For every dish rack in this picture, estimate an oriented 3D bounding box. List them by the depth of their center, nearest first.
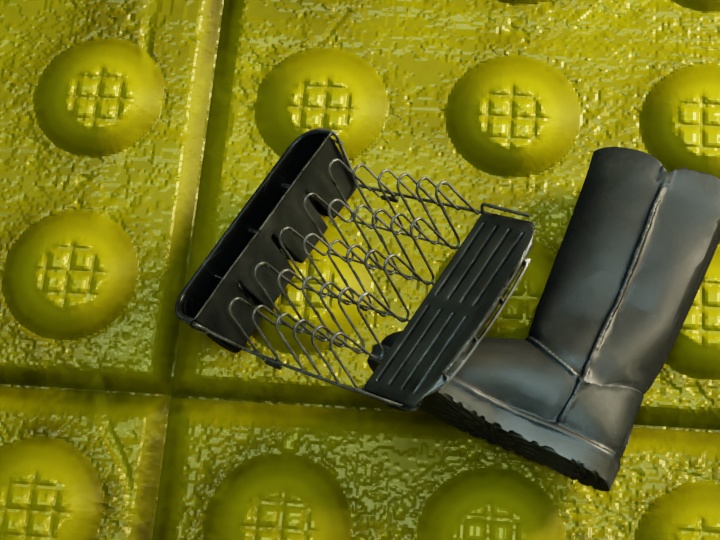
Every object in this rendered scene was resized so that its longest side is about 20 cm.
[{"bbox_3d":[0.000,0.000,0.900,0.199,0.055,0.154,16,65,46],"label":"dish rack"}]

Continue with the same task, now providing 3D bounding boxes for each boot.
[{"bbox_3d":[0.117,0.009,0.925,0.164,0.066,0.201,26,75,5],"label":"boot"}]
